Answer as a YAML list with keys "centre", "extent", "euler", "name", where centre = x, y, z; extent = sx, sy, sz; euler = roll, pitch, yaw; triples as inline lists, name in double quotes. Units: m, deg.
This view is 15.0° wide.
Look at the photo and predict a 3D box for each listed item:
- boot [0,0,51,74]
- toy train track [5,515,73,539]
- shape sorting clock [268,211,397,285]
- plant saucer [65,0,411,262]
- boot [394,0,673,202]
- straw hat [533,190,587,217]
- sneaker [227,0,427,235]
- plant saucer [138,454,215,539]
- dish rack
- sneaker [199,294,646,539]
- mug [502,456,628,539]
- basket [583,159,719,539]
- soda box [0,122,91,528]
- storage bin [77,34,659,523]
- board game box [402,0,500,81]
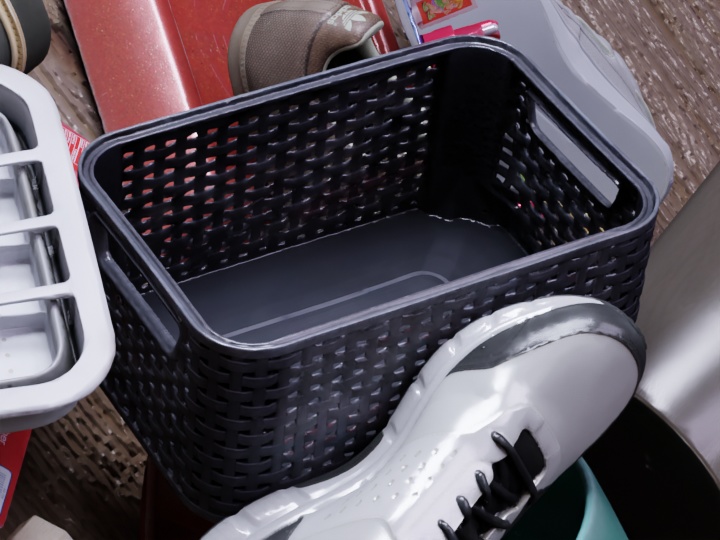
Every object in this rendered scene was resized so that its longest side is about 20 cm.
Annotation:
- centre: [-0.228, -0.139, 1.119]
  extent: [0.200, 0.077, 0.138]
  euler: [50, 43, -4]
  name: "boot"
- centre: [-0.061, 0.171, 1.038]
  extent: [0.200, 0.033, 0.115]
  euler: [50, 38, -8]
  name: "toy train track"
- centre: [0.030, 0.070, 1.166]
  extent: [0.200, 0.039, 0.200]
  euler: [7, 78, -36]
  name: "shape sorting clock"
- centre: [-0.044, -0.096, 1.297]
  extent: [0.200, 0.037, 0.200]
  euler: [3, 62, -45]
  name: "plant saucer"
- centre: [0.085, -0.114, 1.429]
  extent: [0.200, 0.074, 0.096]
  euler: [48, 14, -22]
  name: "boot"
- centre: [0.143, 0.047, 1.347]
  extent: [0.201, 0.085, 0.201]
  euler: [32, 7, -4]
  name: "straw hat"
- centre: [0.009, -0.029, 1.214]
  extent: [0.070, 0.075, 0.200]
  euler: [-47, 122, -35]
  name: "sneaker"
- centre: [-0.020, 0.192, 1.122]
  extent: [0.200, 0.037, 0.200]
  euler: [26, 46, -32]
  name: "plant saucer"
- centre: [-0.199, 0.004, 0.992]
  extent: [0.200, 0.044, 0.172]
  euler: [-6, 51, -15]
  name: "dish rack"
- centre: [0.029, 0.089, 0.990]
  extent: [0.074, 0.200, 0.080]
  euler: [53, -4, -32]
  name: "sneaker"
- centre: [0.033, 0.162, 1.053]
  extent: [0.185, 0.152, 0.114]
  euler: [-44, 121, -28]
  name: "mug"
- centre: [0.185, 0.028, 1.177]
  extent: [0.180, 0.136, 0.200]
  euler: [37, 63, 26]
  name: "basket"
- centre: [-0.159, 0.024, 1.069]
  extent: [0.063, 0.070, 0.200]
  euler: [32, 44, -21]
  name: "soda box"
- centre: [0.000, 0.000, 1.064]
  extent: [0.200, 0.094, 0.135]
  euler: [-17, 46, -26]
  name: "storage bin"
- centre: [0.060, -0.073, 1.288]
  extent: [0.158, 0.039, 0.200]
  euler: [-106, 175, -52]
  name: "board game box"
